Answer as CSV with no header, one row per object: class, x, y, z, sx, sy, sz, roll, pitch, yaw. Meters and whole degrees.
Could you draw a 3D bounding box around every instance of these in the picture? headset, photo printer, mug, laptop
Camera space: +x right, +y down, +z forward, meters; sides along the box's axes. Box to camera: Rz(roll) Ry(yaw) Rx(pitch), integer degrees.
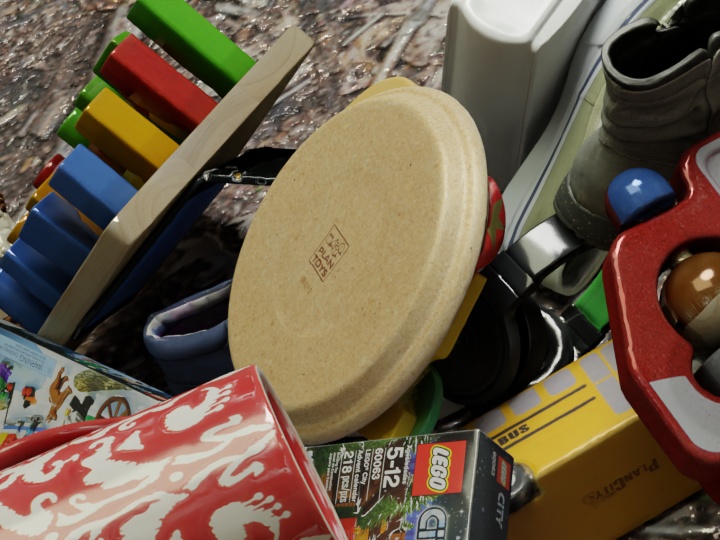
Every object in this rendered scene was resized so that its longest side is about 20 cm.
headset,0.061,0.034,1.393,0.200,0.123,0.094,-45,64,6
photo printer,0.110,-0.144,1.546,0.069,0.200,0.166,31,67,13
mug,-0.120,0.116,1.219,0.200,0.133,0.178,-26,58,2
laptop,-0.051,-0.015,1.562,0.200,0.103,0.177,4,8,5

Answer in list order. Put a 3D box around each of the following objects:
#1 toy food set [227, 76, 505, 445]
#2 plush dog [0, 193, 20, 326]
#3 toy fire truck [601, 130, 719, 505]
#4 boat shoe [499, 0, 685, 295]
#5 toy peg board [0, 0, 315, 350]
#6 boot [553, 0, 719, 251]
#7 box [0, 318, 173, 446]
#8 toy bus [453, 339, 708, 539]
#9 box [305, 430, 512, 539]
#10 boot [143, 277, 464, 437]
toy food set,0.000,0.000,1.365,0.200,0.049,0.198,30,94,56
plush dog,-0.280,0.020,1.667,0.172,0.161,0.200,-17,61,-10
toy fire truck,0.199,0.007,1.264,0.200,0.112,0.168,-26,69,-22
boat shoe,0.144,-0.078,1.487,0.062,0.072,0.200,39,109,36
toy peg board,-0.149,-0.055,1.572,0.199,0.098,0.200,-51,-1,-39
boot,0.187,-0.092,1.329,0.200,0.131,0.068,-27,61,-33
box,-0.175,0.111,1.467,0.200,0.038,0.137,20,91,48
toy bus,0.105,0.096,1.336,0.200,0.065,0.078,-30,32,-3
box,-0.006,0.178,1.250,0.136,0.038,0.200,-9,61,30
boot,-0.016,0.040,1.468,0.200,0.090,0.073,-18,35,14
